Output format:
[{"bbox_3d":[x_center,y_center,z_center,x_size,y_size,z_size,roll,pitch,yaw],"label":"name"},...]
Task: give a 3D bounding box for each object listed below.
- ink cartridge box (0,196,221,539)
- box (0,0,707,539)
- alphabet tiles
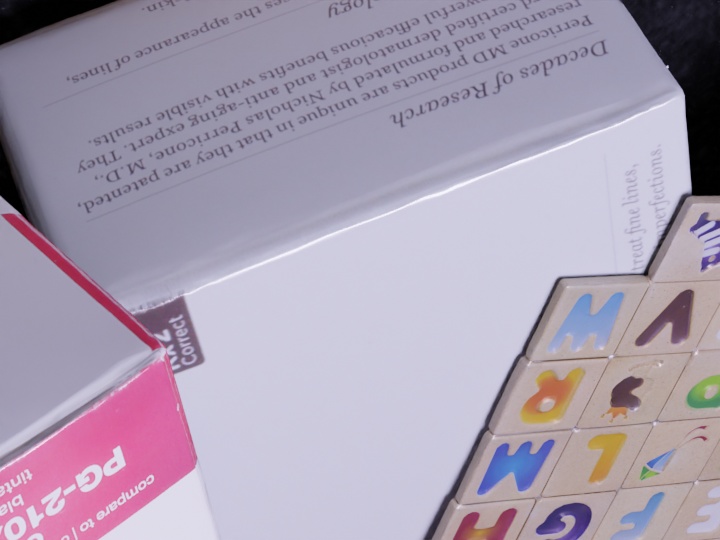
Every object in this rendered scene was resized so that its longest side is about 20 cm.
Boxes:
[{"bbox_3d":[-0.109,0.076,0.686,0.084,0.145,0.201,-34,138,-22],"label":"ink cartridge box"},{"bbox_3d":[0.000,0.000,0.779,0.199,0.131,0.199,-21,140,-7],"label":"box"},{"bbox_3d":[0.114,0.050,0.790,0.166,0.006,0.201,-2,134,-30],"label":"alphabet tiles"}]
